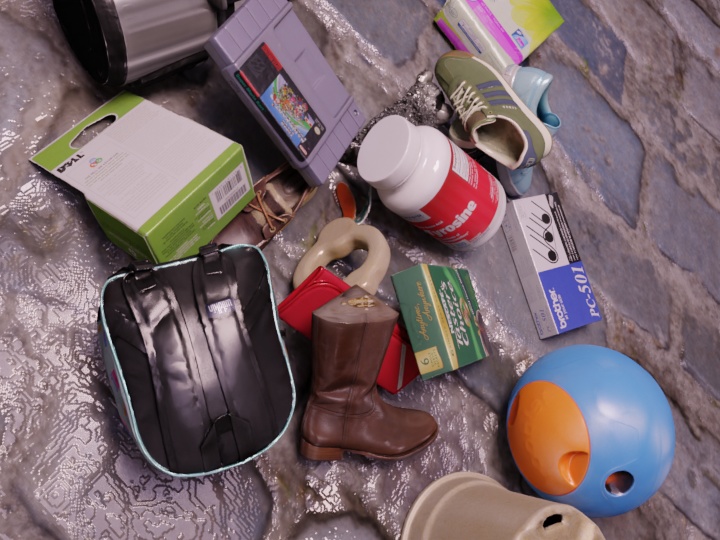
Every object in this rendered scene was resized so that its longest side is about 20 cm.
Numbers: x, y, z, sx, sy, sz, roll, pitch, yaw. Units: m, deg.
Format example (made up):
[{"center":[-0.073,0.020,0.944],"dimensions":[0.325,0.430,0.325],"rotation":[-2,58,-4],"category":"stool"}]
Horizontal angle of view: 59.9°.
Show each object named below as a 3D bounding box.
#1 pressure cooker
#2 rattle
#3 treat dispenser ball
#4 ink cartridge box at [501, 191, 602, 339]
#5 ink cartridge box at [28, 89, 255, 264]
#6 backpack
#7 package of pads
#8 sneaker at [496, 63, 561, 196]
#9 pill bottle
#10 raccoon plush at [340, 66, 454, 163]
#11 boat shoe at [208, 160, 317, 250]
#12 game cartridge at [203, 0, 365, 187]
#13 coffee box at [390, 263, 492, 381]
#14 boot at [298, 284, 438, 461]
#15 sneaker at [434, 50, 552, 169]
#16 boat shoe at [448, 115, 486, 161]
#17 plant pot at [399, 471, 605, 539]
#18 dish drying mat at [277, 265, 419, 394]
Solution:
[{"center":[-0.232,-0.319,0.704],"dimensions":[0.198,0.179,0.178],"rotation":[-31,85,-29],"category":"pressure cooker"},{"center":[0.000,0.000,0.783],"dimensions":[0.143,0.129,0.202],"rotation":[43,28,-26],"category":"rattle"},{"center":[0.280,0.196,0.772],"dimensions":[0.196,0.200,0.206],"rotation":[8,70,-23],"category":"treat dispenser ball"},{"center":[0.280,-0.010,0.930],"dimensions":[0.092,0.044,0.205],"rotation":[-11,79,-26],"category":"ink cartridge box"},{"center":[-0.240,-0.105,0.697],"dimensions":[0.197,0.077,0.148],"rotation":[28,60,24],"category":"ink cartridge box"},{"center":[-0.158,0.098,0.618],"dimensions":[0.172,0.153,0.204],"rotation":[-15,75,-29],"category":"backpack"},{"center":[0.226,-0.411,1.020],"dimensions":[0.155,0.068,0.200],"rotation":[49,59,-5],"category":"package of pads"},{"center":[0.242,-0.188,0.892],"dimensions":[0.074,0.081,0.203],"rotation":[-48,140,-33],"category":"sneaker"},{"center":[0.091,-0.110,0.796],"dimensions":[0.198,0.111,0.115],"rotation":[26,61,-41],"category":"pill bottle"},{"center":[0.037,-0.219,0.857],"dimensions":[0.195,0.097,0.137],"rotation":[10,61,-22],"category":"raccoon plush"},{"center":[-0.112,-0.076,0.744],"dimensions":[0.072,0.072,0.200],"rotation":[48,60,-4],"category":"boat shoe"},{"center":[-0.079,-0.212,0.722],"dimensions":[0.201,0.038,0.131],"rotation":[51,48,-29],"category":"game cartridge"},{"center":[0.106,0.059,0.759],"dimensions":[0.199,0.043,0.126],"rotation":[8,65,-65],"category":"coffee box"},{"center":[0.024,0.113,0.687],"dimensions":[0.182,0.064,0.205],"rotation":[-3,117,-25],"category":"boot"},{"center":[0.164,-0.211,0.827],"dimensions":[0.200,0.067,0.090],"rotation":[45,46,7],"category":"sneaker"},{"center":[0.184,-0.212,0.936],"dimensions":[0.073,0.067,0.200],"rotation":[19,44,17],"category":"boat shoe"},{"center":[0.168,0.327,0.686],"dimensions":[0.196,0.183,0.206],"rotation":[8,70,-23],"category":"plant pot"},{"center":[0.000,0.073,0.697],"dimensions":[0.199,0.077,0.018],"rotation":[39,19,-34],"category":"dish drying mat"}]
